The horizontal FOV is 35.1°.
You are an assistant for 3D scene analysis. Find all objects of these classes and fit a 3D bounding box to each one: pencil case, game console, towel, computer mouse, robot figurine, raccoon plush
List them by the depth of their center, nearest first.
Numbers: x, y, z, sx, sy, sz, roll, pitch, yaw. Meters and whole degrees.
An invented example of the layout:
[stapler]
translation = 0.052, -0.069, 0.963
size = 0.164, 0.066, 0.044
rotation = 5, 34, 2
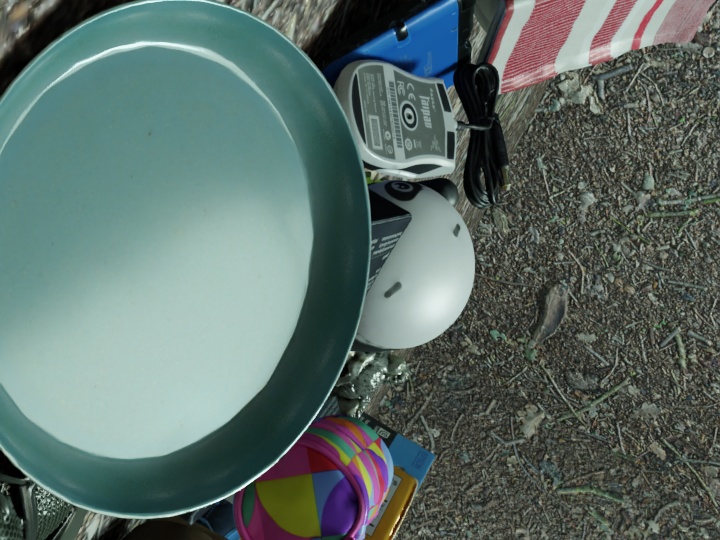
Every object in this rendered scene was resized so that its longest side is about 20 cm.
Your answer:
[pencil case]
translation = -0.025, 0.141, 0.731
size = 0.089, 0.088, 0.200
rotation = -60, 174, 2
[computer mouse]
translation = 0.036, -0.101, 0.781
size = 0.199, 0.043, 0.112
rotation = 1, 81, -51
[game console]
translation = 0.028, -0.201, 0.823
size = 0.169, 0.119, 0.200
rotation = -29, 172, 1
[towel]
translation = 0.187, -0.191, 0.858
size = 0.197, 0.023, 0.144
rotation = -17, 165, -9
[robot figurine]
translation = 0.000, -0.002, 0.861
size = 0.199, 0.123, 0.153
rotation = -8, -105, 61
[raccoon plush]
translation = -0.003, 0.065, 1.036
size = 0.097, 0.134, 0.200
rotation = -46, 164, 14

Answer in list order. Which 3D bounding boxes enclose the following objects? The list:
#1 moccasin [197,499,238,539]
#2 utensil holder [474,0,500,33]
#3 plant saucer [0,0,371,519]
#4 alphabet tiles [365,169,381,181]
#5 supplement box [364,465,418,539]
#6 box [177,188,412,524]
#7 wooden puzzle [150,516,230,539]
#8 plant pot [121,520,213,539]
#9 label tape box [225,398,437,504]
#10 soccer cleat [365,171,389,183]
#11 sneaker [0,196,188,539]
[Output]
[moccasin]
translation = -0.153, 0.255, 1.163
size = 0.081, 0.068, 0.200
rotation = -54, 174, 20
[utensil holder]
translation = 0.163, -0.278, 0.888
size = 0.171, 0.169, 0.200
rotation = -59, 170, -7
[plant saucer]
translation = -0.074, -0.004, 0.452
size = 0.198, 0.027, 0.204
rotation = -9, 103, -44
[alphabet tiles]
translation = -0.016, -0.055, 1.095
size = 0.202, 0.014, 0.196
rotation = -60, 173, -7
[supplement box]
translation = -0.052, 0.149, 0.902
size = 0.069, 0.198, 0.067
rotation = -57, 173, -14
[box]
translation = -0.069, 0.023, 0.681
size = 0.184, 0.103, 0.200
rotation = -61, 172, 9
[wooden puzzle]
translation = -0.143, 0.323, 0.976
size = 0.186, 0.198, 0.037
rotation = -57, 148, -23
[plant pot]
translation = -0.173, 0.303, 0.880
size = 0.201, 0.184, 0.188
rotation = -73, -175, -47
[label tape box]
translation = -0.047, 0.169, 1.014
size = 0.064, 0.198, 0.144
rotation = -63, 172, 29
[soccer cleat]
translation = 0.017, -0.042, 1.070
size = 0.084, 0.064, 0.200
rotation = -59, 171, 5
[sneaker]
translation = -0.137, 0.058, 0.465
size = 0.201, 0.076, 0.114
rotation = -61, 174, 15
